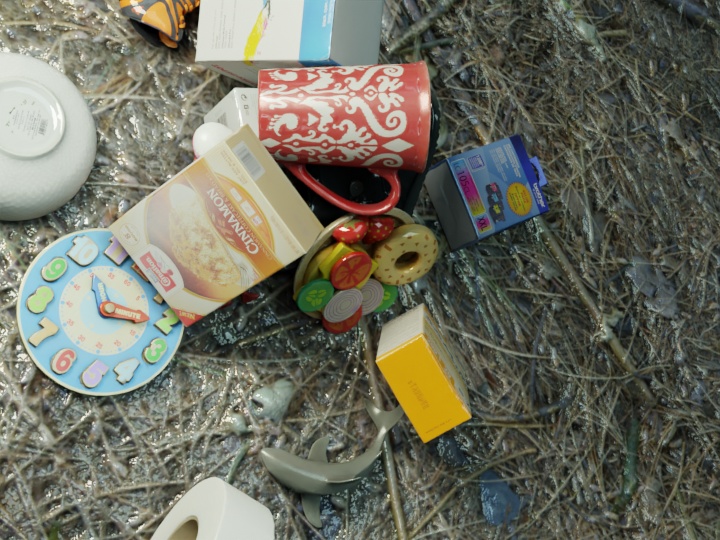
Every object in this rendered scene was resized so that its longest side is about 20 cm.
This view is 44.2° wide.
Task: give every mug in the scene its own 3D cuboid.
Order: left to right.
[{"bbox_3d":[-0.022,-0.164,1.063,0.198,0.133,0.179,0,80,-5],"label":"mug"}]

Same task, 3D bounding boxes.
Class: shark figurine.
[{"bbox_3d":[-0.012,0.253,1.163,0.213,0.089,0.129,-20,90,-32],"label":"shark figurine"}]

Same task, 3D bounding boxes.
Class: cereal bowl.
[{"bbox_3d":[-0.400,-0.164,1.029,0.199,0.083,0.202,9,72,-29],"label":"cereal bowl"}]

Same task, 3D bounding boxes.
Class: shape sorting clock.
[{"bbox_3d":[-0.305,0.048,1.059,0.199,0.039,0.202,9,73,-30],"label":"shape sorting clock"}]

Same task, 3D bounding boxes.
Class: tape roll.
[{"bbox_3d":[-0.181,0.332,0.968,0.071,0.202,0.203,36,61,-20],"label":"tape roll"}]

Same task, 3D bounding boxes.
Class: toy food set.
[{"bbox_3d":[0.000,0.000,1.191,0.200,0.198,0.049,24,22,-50],"label":"toy food set"}]

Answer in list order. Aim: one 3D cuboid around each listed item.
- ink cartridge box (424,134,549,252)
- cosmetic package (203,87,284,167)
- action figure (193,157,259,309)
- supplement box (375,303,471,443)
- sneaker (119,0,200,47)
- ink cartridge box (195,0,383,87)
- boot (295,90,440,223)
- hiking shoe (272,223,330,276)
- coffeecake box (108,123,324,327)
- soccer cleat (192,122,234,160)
[{"bbox_3d":[0.210,-0.129,1.408,0.199,0.076,0.137,-22,90,-36],"label":"ink cartridge box"},{"bbox_3d":[-0.098,-0.192,1.208,0.199,0.113,0.082,-5,81,-31],"label":"cosmetic package"},{"bbox_3d":[-0.171,-0.061,1.140,0.065,0.099,0.201,-13,82,-37],"label":"action figure"},{"bbox_3d":[0.085,0.131,1.191,0.073,0.200,0.127,-30,97,8],"label":"supplement box"},{"bbox_3d":[-0.237,-0.355,1.195,0.199,0.077,0.113,-7,96,-38],"label":"sneaker"},{"bbox_3d":[-0.090,-0.323,1.153,0.147,0.199,0.146,6,90,-66],"label":"ink cartridge box"},{"bbox_3d":[0.007,-0.150,1.169,0.167,0.076,0.201,4,112,-31],"label":"boot"},{"bbox_3d":[-0.065,-0.058,1.215,0.199,0.076,0.101,-14,89,-33],"label":"hiking shoe"},{"bbox_3d":[-0.170,-0.049,1.042,0.154,0.199,0.073,53,28,-12],"label":"coffeecake box"},{"bbox_3d":[-0.124,-0.099,1.084,0.070,0.086,0.200,-47,120,-21],"label":"soccer cleat"}]
